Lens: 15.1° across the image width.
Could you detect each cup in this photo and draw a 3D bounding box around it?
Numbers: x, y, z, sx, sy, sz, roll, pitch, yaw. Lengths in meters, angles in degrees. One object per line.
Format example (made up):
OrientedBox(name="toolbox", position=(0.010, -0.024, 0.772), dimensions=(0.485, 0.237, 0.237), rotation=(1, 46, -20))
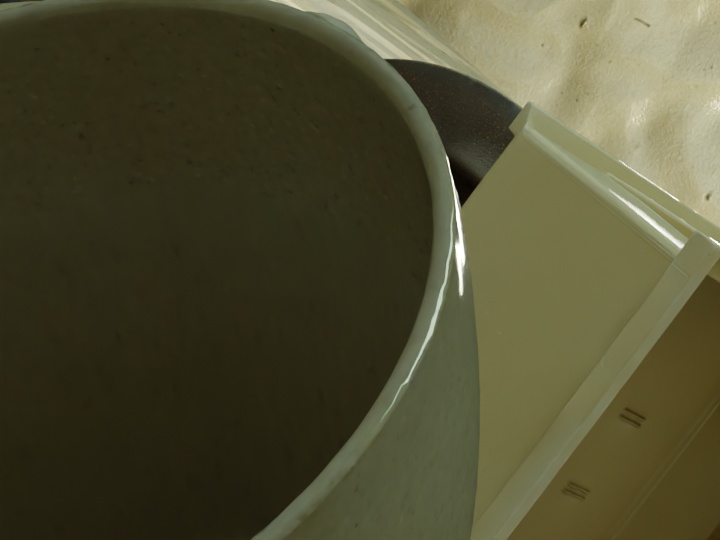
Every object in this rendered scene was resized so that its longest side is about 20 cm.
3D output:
OrientedBox(name="cup", position=(-0.057, 0.058, 0.580), dimensions=(0.200, 0.200, 0.143), rotation=(47, -14, 47))

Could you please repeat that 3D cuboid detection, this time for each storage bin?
OrientedBox(name="storage bin", position=(0.071, 0.082, 0.838), dimensions=(0.199, 0.200, 0.094), rotation=(28, 10, -46))

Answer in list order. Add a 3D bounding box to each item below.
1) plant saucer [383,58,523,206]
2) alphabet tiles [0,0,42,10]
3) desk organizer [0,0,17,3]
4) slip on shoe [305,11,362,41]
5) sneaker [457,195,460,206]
OrientedBox(name="plant saucer", position=(0.028, 0.004, 1.219), dimensions=(0.200, 0.200, 0.032), rotation=(40, 44, 13))
OrientedBox(name="alphabet tiles", position=(-0.081, -0.085, 0.998), dimensions=(0.200, 0.008, 0.167), rotation=(27, 19, 25))
OrientedBox(name="desk organizer", position=(-0.169, -0.072, 1.072), dimensions=(0.072, 0.077, 0.200), rotation=(33, 11, -3))
OrientedBox(name="slip on shoe", position=(-0.033, -0.019, 1.121), dimensions=(0.061, 0.200, 0.076), rotation=(12, -22, -29))
OrientedBox(name="sneaker", position=(0.000, 0.000, 1.001), dimensions=(0.200, 0.073, 0.085), rotation=(-58, 135, -76))
